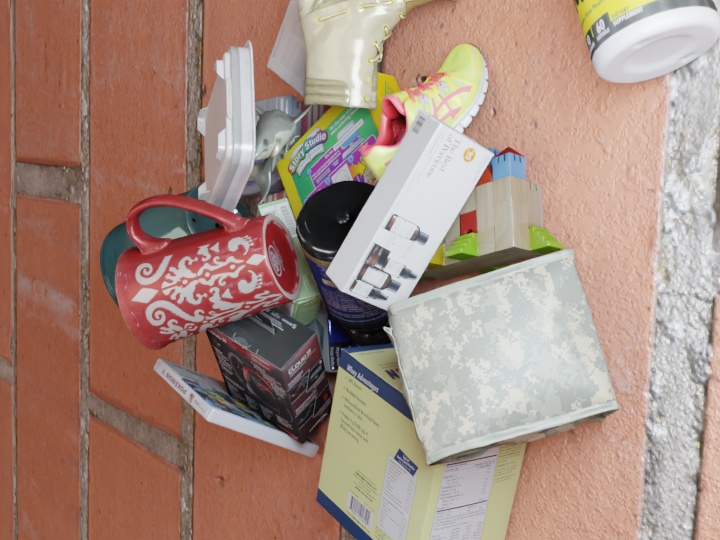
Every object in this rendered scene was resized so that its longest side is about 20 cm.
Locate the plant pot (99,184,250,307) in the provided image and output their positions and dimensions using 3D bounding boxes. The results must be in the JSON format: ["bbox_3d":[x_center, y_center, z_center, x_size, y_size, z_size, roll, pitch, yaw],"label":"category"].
[{"bbox_3d":[-0.269,-0.032,1.562,0.187,0.199,0.202,-34,65,35],"label":"plant pot"}]

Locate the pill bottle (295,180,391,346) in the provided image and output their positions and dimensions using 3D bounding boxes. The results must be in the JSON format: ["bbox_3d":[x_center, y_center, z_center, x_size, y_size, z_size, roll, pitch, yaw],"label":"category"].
[{"bbox_3d":[0.000,0.000,1.187,0.112,0.111,0.201,50,166,39],"label":"pill bottle"}]

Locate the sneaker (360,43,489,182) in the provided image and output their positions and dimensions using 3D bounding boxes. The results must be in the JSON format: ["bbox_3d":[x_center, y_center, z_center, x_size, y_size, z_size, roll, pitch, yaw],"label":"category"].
[{"bbox_3d":[0.069,-0.178,1.110,0.078,0.090,0.201,4,60,59],"label":"sneaker"}]

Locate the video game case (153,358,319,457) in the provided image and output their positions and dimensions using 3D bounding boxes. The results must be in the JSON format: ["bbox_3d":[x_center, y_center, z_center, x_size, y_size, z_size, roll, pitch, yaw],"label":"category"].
[{"bbox_3d":[-0.178,0.196,1.437,0.182,0.199,0.023,29,90,51],"label":"video game case"}]

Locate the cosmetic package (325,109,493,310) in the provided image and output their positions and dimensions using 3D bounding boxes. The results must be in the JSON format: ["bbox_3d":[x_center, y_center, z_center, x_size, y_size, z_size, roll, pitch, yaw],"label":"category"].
[{"bbox_3d":[0.052,-0.058,1.058,0.201,0.082,0.051,-60,36,11],"label":"cosmetic package"}]

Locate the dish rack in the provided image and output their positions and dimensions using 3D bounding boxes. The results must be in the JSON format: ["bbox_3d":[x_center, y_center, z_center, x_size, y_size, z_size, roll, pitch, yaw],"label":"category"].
[{"bbox_3d":[-0.167,-0.168,1.233,0.200,0.043,0.174,132,139,-63],"label":"dish rack"}]

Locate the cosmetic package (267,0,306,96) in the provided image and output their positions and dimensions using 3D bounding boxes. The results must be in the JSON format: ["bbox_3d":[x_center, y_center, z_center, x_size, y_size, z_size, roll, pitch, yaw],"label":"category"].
[{"bbox_3d":[-0.045,-0.331,1.291,0.151,0.051,0.202,46,119,54],"label":"cosmetic package"}]

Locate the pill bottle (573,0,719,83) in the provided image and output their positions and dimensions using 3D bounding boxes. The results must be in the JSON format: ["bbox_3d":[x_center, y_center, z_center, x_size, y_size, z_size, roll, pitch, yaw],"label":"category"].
[{"bbox_3d":[0.239,-0.283,0.904,0.114,0.113,0.202,-31,67,50],"label":"pill bottle"}]

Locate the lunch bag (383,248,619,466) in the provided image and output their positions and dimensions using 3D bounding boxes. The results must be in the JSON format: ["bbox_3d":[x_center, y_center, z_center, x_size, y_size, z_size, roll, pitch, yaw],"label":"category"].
[{"bbox_3d":[0.133,0.091,0.994,0.118,0.198,0.166,72,-177,-76],"label":"lunch bag"}]

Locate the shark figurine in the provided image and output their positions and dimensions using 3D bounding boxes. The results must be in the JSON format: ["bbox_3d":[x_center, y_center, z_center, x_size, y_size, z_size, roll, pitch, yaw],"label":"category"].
[{"bbox_3d":[-0.123,-0.176,1.277,0.129,0.089,0.214,-57,3,-13],"label":"shark figurine"}]

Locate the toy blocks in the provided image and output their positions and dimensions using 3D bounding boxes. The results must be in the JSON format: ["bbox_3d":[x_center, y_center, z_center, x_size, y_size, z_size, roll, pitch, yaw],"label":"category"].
[{"bbox_3d":[0.125,-0.073,1.103,0.199,0.099,0.138,-16,70,48],"label":"toy blocks"}]

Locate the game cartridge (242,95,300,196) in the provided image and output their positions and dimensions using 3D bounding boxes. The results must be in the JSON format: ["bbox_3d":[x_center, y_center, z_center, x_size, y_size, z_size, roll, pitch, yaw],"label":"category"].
[{"bbox_3d":[-0.154,-0.176,1.466,0.199,0.041,0.135,0,86,52],"label":"game cartridge"}]

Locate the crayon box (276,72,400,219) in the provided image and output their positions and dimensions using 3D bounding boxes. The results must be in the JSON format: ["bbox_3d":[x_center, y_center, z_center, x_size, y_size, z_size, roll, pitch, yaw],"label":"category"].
[{"bbox_3d":[-0.007,-0.120,1.272,0.200,0.058,0.174,-40,59,35],"label":"crayon box"}]

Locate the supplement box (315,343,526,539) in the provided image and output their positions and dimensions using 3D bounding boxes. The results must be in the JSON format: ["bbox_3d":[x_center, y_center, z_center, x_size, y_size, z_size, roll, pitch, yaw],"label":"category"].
[{"bbox_3d":[0.067,0.213,1.152,0.199,0.133,0.202,30,116,49],"label":"supplement box"}]

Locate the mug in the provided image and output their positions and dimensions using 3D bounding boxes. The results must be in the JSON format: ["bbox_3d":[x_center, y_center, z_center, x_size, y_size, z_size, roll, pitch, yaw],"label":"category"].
[{"bbox_3d":[-0.191,-0.002,1.229,0.198,0.178,0.135,-15,49,17],"label":"mug"}]

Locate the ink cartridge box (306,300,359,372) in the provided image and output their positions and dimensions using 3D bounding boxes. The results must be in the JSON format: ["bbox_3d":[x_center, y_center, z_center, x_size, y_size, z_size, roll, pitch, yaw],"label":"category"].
[{"bbox_3d":[-0.057,0.039,1.388,0.199,0.040,0.202,-7,87,53],"label":"ink cartridge box"}]

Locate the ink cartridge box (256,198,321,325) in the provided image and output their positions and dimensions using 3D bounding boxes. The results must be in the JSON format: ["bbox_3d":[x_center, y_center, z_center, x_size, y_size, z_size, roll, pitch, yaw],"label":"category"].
[{"bbox_3d":[-0.107,0.013,1.377,0.200,0.047,0.147,109,141,-64],"label":"ink cartridge box"}]

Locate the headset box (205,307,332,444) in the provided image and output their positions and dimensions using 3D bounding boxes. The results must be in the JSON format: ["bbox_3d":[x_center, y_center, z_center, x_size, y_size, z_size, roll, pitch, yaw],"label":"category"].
[{"bbox_3d":[-0.123,0.120,1.348,0.148,0.075,0.201,28,149,29],"label":"headset box"}]

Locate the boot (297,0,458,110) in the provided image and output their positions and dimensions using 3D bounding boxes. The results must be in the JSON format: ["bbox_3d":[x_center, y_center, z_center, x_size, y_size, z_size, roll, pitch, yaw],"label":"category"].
[{"bbox_3d":[0.023,-0.268,1.177,0.197,0.073,0.157,-1,98,10],"label":"boot"}]

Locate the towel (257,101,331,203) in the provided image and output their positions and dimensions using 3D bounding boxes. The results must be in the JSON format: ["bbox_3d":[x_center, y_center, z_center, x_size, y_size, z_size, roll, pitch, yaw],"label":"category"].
[{"bbox_3d":[-0.085,-0.165,1.427,0.199,0.030,0.148,9,98,52],"label":"towel"}]
